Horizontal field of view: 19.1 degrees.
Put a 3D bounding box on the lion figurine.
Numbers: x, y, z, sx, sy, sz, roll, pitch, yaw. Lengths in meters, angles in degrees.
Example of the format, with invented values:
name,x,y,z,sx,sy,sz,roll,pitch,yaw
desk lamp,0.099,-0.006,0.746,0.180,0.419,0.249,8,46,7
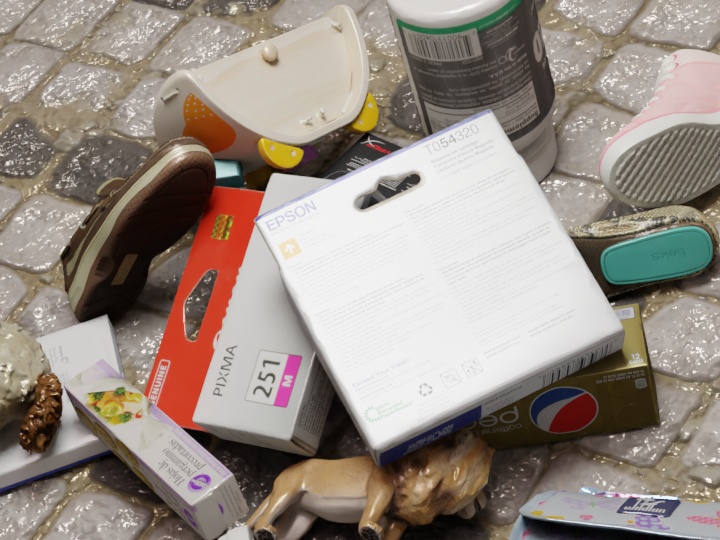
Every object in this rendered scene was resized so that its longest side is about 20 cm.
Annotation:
name,x,y,z,sx,sy,sz,roll,pitch,yaw
lion figurine,-0.009,0.159,1.511,0.199,0.073,0.123,0,39,24

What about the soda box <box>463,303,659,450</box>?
name,x,y,z,sx,sy,sz,roll,pitch,yaw
soda box,0.111,0.084,1.545,0.199,0.068,0.064,-10,44,9

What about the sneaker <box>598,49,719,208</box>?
name,x,y,z,sx,sy,sz,roll,pitch,yaw
sneaker,0.245,-0.115,1.681,0.199,0.076,0.105,-21,39,-28

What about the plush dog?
name,x,y,z,sx,sy,sz,roll,pitch,yaw
plush dog,-0.317,0.083,1.617,0.171,0.161,0.200,-15,38,-37

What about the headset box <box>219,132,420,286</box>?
name,x,y,z,sx,sy,sz,roll,pitch,yaw
headset box,0.000,0.000,1.662,0.148,0.075,0.200,25,58,37

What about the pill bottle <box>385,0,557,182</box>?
name,x,y,z,sx,sy,sz,roll,pitch,yaw
pill bottle,0.093,-0.161,1.701,0.112,0.201,0.113,-9,44,9

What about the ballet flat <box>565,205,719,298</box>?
name,x,y,z,sx,sy,sz,roll,pitch,yaw
ballet flat,0.172,-0.009,1.631,0.199,0.068,0.075,-14,21,-3

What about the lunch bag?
name,x,y,z,sx,sy,sz,roll,pitch,yaw
lunch bag,0.173,0.215,1.354,0.169,0.128,0.200,6,42,21

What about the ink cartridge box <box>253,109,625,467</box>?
name,x,y,z,sx,sy,sz,roll,pitch,yaw
ink cartridge box,0.054,0.010,1.509,0.196,0.043,0.201,-25,65,-9

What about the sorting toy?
name,x,y,z,sx,sy,sz,roll,pitch,yaw
sorting toy,-0.096,-0.108,1.742,0.200,0.107,0.180,-29,-5,-44

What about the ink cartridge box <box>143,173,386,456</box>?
name,x,y,z,sx,sy,sz,roll,pitch,yaw
ink cartridge box,-0.082,0.026,1.592,0.173,0.044,0.201,8,73,33

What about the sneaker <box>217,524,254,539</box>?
name,x,y,z,sx,sy,sz,roll,pitch,yaw
sneaker,-0.109,0.268,1.416,0.115,0.074,0.201,-13,55,6

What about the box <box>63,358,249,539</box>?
name,x,y,z,sx,sy,sz,roll,pitch,yaw
box,-0.151,0.128,1.559,0.039,0.042,0.200,-35,40,-17

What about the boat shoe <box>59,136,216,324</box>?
name,x,y,z,sx,sy,sz,roll,pitch,yaw
boat shoe,-0.185,-0.045,1.688,0.074,0.202,0.075,2,50,-42

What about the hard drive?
name,x,y,z,sx,sy,sz,roll,pitch,yaw
hard drive,-0.280,0.116,1.676,0.199,0.025,0.132,-19,44,-1
